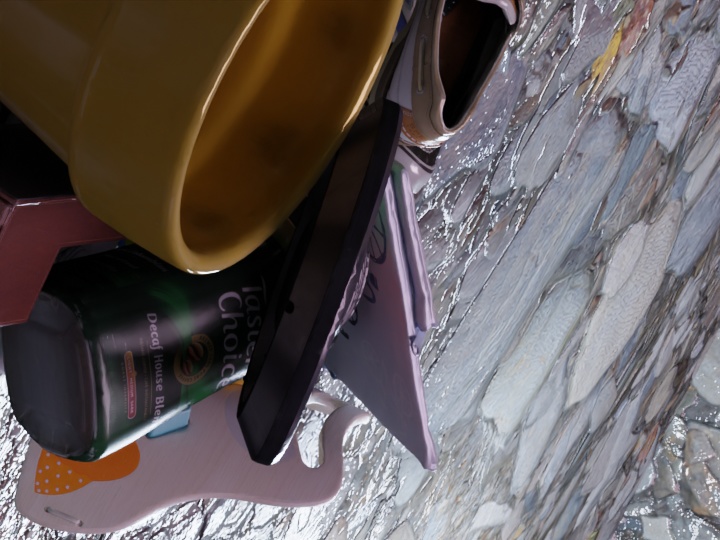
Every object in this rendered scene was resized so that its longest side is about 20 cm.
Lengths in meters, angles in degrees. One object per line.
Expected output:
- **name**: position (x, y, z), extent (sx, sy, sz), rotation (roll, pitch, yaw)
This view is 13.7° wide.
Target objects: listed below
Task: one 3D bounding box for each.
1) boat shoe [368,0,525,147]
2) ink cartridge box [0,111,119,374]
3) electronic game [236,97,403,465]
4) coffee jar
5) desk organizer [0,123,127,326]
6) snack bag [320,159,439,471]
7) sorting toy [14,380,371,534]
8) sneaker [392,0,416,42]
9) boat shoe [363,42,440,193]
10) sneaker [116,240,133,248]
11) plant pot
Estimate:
- **boat shoe**: position (0.072, -0.169, 1.846), extent (0.074, 0.068, 0.201), rotation (21, 84, -30)
- **ink cartridge box**: position (-0.163, -0.033, 1.693), extent (0.200, 0.040, 0.200), rotation (-61, 163, 3)
- **electronic game**: position (-0.019, 0.006, 1.562), extent (0.200, 0.041, 0.201), rotation (-160, -90, -85)
- **coffee jar**: position (-0.099, 0.025, 1.660), extent (0.199, 0.085, 0.105), rotation (-24, 120, -40)
- **desk organizer**: position (-0.163, -0.025, 1.533), extent (0.200, 0.072, 0.077), rotation (-10, 129, -64)
- **snack bag**: position (0.000, 0.000, 1.739), extent (0.021, 0.189, 0.201), rotation (-17, 116, -17)
- **sorting toy**: position (-0.088, 0.085, 1.793), extent (0.200, 0.179, 0.107), rotation (-65, 171, -66)
- **sneaker**: position (0.057, -0.236, 1.910), extent (0.075, 0.088, 0.201), rotation (-26, 141, -58)
- **boat shoe**: position (0.031, -0.118, 1.950), extent (0.064, 0.071, 0.200), rotation (-41, -159, 17)
- **sneaker**: position (-0.098, -0.028, 1.802), extent (0.083, 0.070, 0.200), rotation (-62, -177, 46)
- **plant pot**: position (-0.106, -0.130, 1.445), extent (0.201, 0.188, 0.201), rotation (-52, 162, -24)
